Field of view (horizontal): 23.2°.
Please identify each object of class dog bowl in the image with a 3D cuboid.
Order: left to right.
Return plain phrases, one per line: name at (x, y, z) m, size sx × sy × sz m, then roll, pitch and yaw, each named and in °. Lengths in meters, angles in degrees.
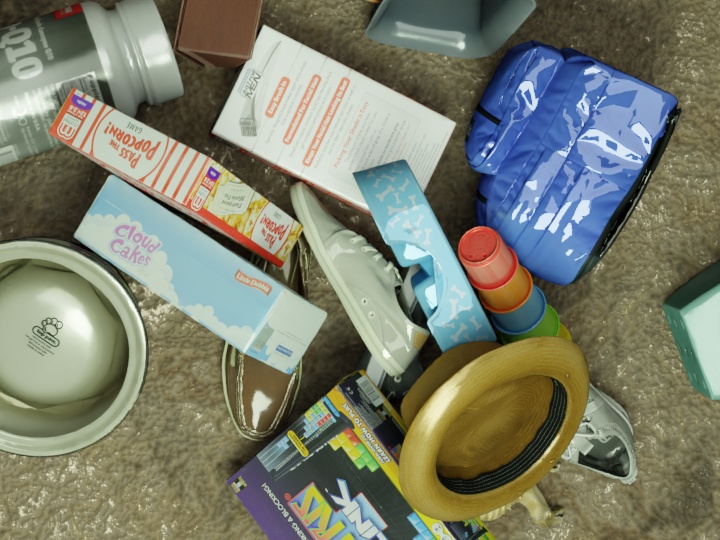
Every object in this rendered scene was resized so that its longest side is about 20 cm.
dog bowl at (-0.281, 0.059, 1.546) m, size 0.199 × 0.074 × 0.201 m, roll 1°, pitch 107°, yaw 2°
dog bowl at (0.059, -0.007, 1.537) m, size 0.049 × 0.111 × 0.201 m, roll -27°, pitch 98°, yaw 2°

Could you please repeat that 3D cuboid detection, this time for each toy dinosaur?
toy dinosaur at (0.113, 0.180, 1.638) m, size 0.199 × 0.058 × 0.102 m, roll 21°, pitch 89°, yaw -8°

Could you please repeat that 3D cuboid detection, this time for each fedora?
fedora at (0.101, 0.120, 1.491) m, size 0.200 × 0.082 × 0.201 m, roll -21°, pitch 131°, yaw -26°

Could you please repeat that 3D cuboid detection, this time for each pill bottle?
pill bottle at (-0.266, -0.170, 1.548) m, size 0.199 × 0.114 × 0.114 m, roll -20°, pitch 94°, yaw -8°

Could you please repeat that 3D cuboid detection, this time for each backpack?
backpack at (0.175, -0.099, 1.595) m, size 0.167 × 0.163 × 0.201 m, roll 24°, pitch 100°, yaw 1°

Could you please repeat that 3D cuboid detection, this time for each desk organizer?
desk organizer at (-0.103, -0.282, 1.573) m, size 0.077 × 0.072 × 0.201 m, roll 10°, pitch 87°, yaw 18°

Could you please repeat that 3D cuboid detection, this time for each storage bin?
storage bin at (0.075, -0.287, 1.564) m, size 0.145 × 0.200 × 0.135 m, roll 9°, pitch 79°, yaw -8°

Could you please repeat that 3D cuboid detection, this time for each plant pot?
plant pot at (0.396, 0.041, 1.641) m, size 0.199 × 0.141 × 0.142 m, roll -22°, pitch 94°, yaw 0°

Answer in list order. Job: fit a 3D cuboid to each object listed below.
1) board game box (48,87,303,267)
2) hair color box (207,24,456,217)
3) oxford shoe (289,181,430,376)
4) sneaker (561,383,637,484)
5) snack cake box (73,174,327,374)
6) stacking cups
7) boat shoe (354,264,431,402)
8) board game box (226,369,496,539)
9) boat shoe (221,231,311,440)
board game box at (-0.153, -0.077, 1.498) m, size 0.151 × 0.200 × 0.046 m, roll 28°, pitch 86°, yaw 25°
hair color box at (-0.027, -0.130, 1.609) m, size 0.199 × 0.064 × 0.111 m, roll 27°, pitch 87°, yaw -9°
oxford shoe at (0.000, 0.000, 1.576) m, size 0.058 × 0.075 × 0.200 m, roll -34°, pitch 73°, yaw 7°
sneaker at (0.189, 0.130, 1.596) m, size 0.200 × 0.082 × 0.075 m, roll 29°, pitch 113°, yaw -32°
snack cake box at (-0.139, 0.005, 1.527) m, size 0.200 × 0.115 × 0.067 m, roll 32°, pitch 90°, yaw 23°
stacking cups at (0.136, 0.022, 1.576) m, size 0.060 × 0.200 × 0.061 m, roll -12°, pitch 54°, yaw 17°
boat shoe at (0.037, 0.085, 1.624) m, size 0.066 × 0.070 × 0.201 m, roll 24°, pitch 80°, yaw -6°
board game box at (-0.001, 0.216, 1.563) m, size 0.165 × 0.057 × 0.200 m, roll -42°, pitch 83°, yaw 30°
boat shoe at (-0.085, 0.056, 1.598) m, size 0.074 × 0.075 × 0.204 m, roll 5°, pitch 90°, yaw -8°
